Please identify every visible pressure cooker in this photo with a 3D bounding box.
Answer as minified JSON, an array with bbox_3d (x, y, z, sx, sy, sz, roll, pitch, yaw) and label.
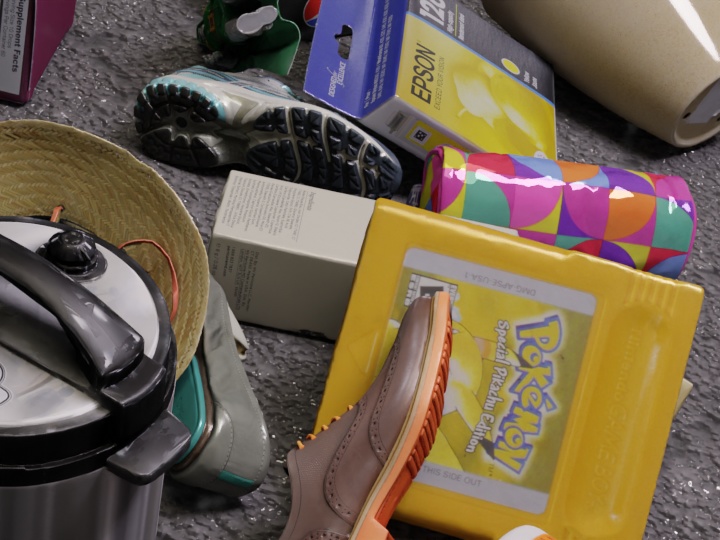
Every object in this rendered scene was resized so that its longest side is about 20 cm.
[{"bbox_3d":[-0.182,0.067,0.897,0.174,0.201,0.179,1,40,-15],"label":"pressure cooker"}]

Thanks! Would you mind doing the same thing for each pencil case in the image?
[{"bbox_3d":[0.131,-0.036,1.243,0.198,0.089,0.089,6,36,-10],"label":"pencil case"}]

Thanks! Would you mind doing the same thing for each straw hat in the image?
[{"bbox_3d":[-0.186,0.012,1.066,0.199,0.203,0.085,14,-4,2],"label":"straw hat"}]

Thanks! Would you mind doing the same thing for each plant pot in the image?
[{"bbox_3d":[0.228,-0.202,1.437,0.186,0.188,0.201,-16,58,-34],"label":"plant pot"}]

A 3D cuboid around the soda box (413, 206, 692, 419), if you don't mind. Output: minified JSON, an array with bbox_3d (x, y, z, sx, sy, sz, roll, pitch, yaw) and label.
[{"bbox_3d":[0.097,0.044,1.077,0.199,0.068,0.064,33,-3,3],"label":"soda box"}]

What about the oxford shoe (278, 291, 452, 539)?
[{"bbox_3d":[-0.002,0.096,0.967,0.072,0.071,0.201,17,68,12],"label":"oxford shoe"}]

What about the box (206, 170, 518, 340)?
[{"bbox_3d":[0.000,0.000,1.163,0.198,0.069,0.082,13,36,-1],"label":"box"}]

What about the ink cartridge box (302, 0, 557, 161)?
[{"bbox_3d":[0.060,-0.147,1.346,0.199,0.047,0.198,32,33,-17],"label":"ink cartridge box"}]

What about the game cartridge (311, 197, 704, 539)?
[{"bbox_3d":[0.081,0.068,1.026,0.198,0.178,0.032,15,-5,4],"label":"game cartridge"}]

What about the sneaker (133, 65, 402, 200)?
[{"bbox_3d":[-0.058,-0.107,1.285,0.199,0.078,0.086,21,33,10],"label":"sneaker"}]

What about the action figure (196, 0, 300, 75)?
[{"bbox_3d":[-0.094,-0.191,1.336,0.054,0.119,0.200,-4,-1,-14],"label":"action figure"}]

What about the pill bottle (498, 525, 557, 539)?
[{"bbox_3d":[0.135,0.222,0.864,0.199,0.115,0.114,30,39,23],"label":"pill bottle"}]

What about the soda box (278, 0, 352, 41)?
[{"bbox_3d":[-0.021,-0.240,1.486,0.199,0.064,0.071,-13,43,-32],"label":"soda box"}]

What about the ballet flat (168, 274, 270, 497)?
[{"bbox_3d":[-0.094,0.060,1.072,0.063,0.067,0.201,26,28,-31],"label":"ballet flat"}]

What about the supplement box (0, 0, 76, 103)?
[{"bbox_3d":[-0.322,-0.218,1.328,0.198,0.104,0.131,13,35,0],"label":"supplement box"}]
